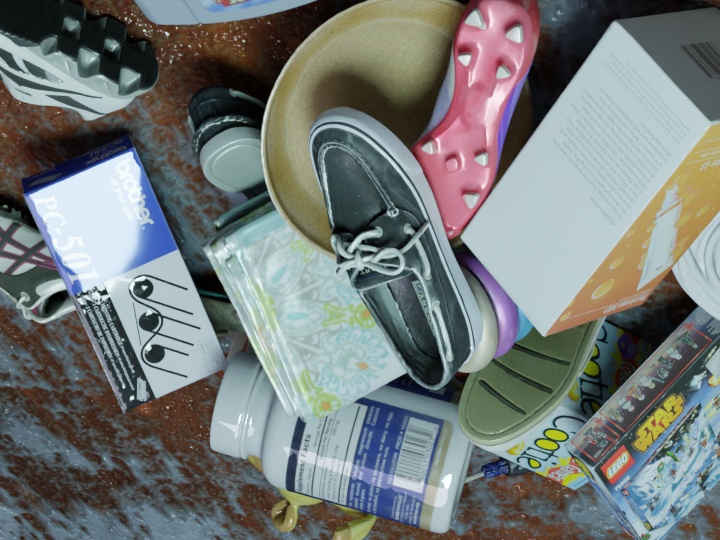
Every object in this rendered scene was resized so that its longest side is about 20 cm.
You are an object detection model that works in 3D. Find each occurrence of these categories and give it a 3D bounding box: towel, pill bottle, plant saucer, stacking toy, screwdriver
[{"bbox_3d":[0.000,0.000,1.364,0.199,0.048,0.172,-28,115,-9],"label":"towel"},{"bbox_3d":[-0.013,0.128,1.444,0.199,0.112,0.111,15,145,8],"label":"pill bottle"},{"bbox_3d":[0.022,-0.100,1.287,0.199,0.035,0.201,-7,114,-15],"label":"plant saucer"},{"bbox_3d":[0.136,0.001,1.358,0.199,0.086,0.086,-24,158,-31],"label":"stacking toy"},{"bbox_3d":[0.097,0.186,1.648,0.199,0.028,0.029,-14,146,-26],"label":"screwdriver"}]

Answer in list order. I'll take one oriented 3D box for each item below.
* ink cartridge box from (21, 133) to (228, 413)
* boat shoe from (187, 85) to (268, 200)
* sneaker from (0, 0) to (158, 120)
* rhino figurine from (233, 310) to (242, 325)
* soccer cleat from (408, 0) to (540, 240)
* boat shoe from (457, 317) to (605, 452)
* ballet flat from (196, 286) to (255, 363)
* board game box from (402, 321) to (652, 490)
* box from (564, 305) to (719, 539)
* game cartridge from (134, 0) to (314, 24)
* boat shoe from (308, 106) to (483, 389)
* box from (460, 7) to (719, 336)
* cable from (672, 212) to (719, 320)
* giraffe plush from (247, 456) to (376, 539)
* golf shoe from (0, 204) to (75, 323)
[{"bbox_3d":[-0.184,0.003,1.446,0.094,0.044,0.201,-24,113,-4],"label":"ink cartridge box"},{"bbox_3d":[-0.065,-0.081,1.381,0.075,0.061,0.200,-27,154,9],"label":"boat shoe"},{"bbox_3d":[-0.249,-0.163,1.306,0.199,0.074,0.088,32,137,-26],"label":"sneaker"},{"bbox_3d":[-0.004,-0.013,1.423,0.199,0.060,0.088,-16,160,-12],"label":"rhino figurine"},{"bbox_3d":[0.076,-0.106,1.250,0.066,0.077,0.201,24,123,9],"label":"soccer cleat"},{"bbox_3d":[0.143,0.066,1.418,0.074,0.200,0.069,30,154,19],"label":"boat shoe"},{"bbox_3d":[-0.089,0.052,1.520,0.199,0.063,0.067,8,175,42],"label":"ballet flat"},{"bbox_3d":[0.130,0.085,1.523,0.199,0.103,0.105,25,142,-19],"label":"board game box"},{"bbox_3d":[0.265,0.114,1.472,0.040,0.200,0.137,37,169,45],"label":"box"},{"bbox_3d":[-0.082,-0.226,1.214,0.199,0.042,0.133,-10,135,26],"label":"game cartridge"},{"bbox_3d":[0.015,-0.012,1.239,0.073,0.068,0.200,-12,111,32],"label":"boat shoe"},{"bbox_3d":[0.179,-0.066,1.227,0.124,0.098,0.200,-15,148,-46],"label":"box"},{"bbox_3d":[0.323,-0.028,1.342,0.199,0.070,0.201,-3,138,13],"label":"cable"},{"bbox_3d":[-0.036,0.148,1.610,0.201,0.172,0.162,58,152,-9],"label":"giraffe plush"},{"bbox_3d":[-0.283,-0.006,1.510,0.199,0.089,0.077,2,161,14],"label":"golf shoe"}]
